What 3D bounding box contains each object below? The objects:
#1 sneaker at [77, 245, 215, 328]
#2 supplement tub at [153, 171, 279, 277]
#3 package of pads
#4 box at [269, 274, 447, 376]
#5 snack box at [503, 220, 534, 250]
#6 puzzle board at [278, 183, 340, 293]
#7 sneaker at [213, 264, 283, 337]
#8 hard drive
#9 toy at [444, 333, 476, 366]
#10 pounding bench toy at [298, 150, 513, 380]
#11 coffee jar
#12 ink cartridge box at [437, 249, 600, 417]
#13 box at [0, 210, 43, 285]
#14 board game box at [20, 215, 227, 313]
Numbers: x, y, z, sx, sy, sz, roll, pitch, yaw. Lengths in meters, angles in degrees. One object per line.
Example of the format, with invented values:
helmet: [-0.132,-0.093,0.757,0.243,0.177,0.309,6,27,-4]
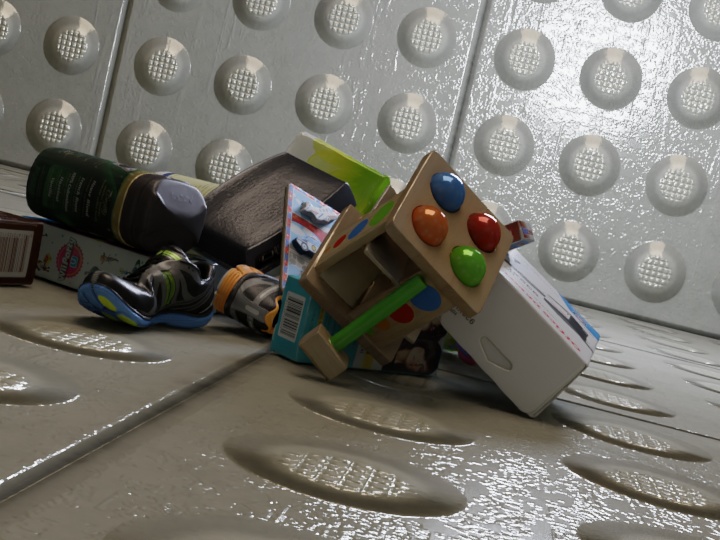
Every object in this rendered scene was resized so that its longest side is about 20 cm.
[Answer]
sneaker: [-0.210,0.013,1.226,0.071,0.083,0.199,15,4,26]
supplement tub: [-0.189,-0.038,1.562,0.199,0.146,0.145,15,4,19]
package of pads: [-0.070,-0.074,1.680,0.154,0.200,0.068,31,-9,19]
box: [0.004,0.061,1.293,0.199,0.083,0.049,9,7,-41]
snack box: [0.090,-0.010,1.347,0.199,0.024,0.072,-20,-7,16]
puzzle board: [-0.011,0.001,1.414,0.200,0.151,0.017,30,-46,-33]
sneaker: [-0.079,0.044,1.388,0.077,0.079,0.200,32,17,31]
hard drive: [-0.111,-0.071,1.461,0.135,0.042,0.200,29,45,27]
toy: [0.128,0.085,1.519,0.115,0.047,0.200,36,-6,-1]
pounding bench toy: [0.039,0.008,1.174,0.124,0.200,0.156,46,-47,-15]
coffee jar: [-0.271,-0.076,1.366,0.199,0.086,0.104,16,3,34]
ink cartridge box: [0.174,0.061,1.315,0.145,0.084,0.200,47,14,6]
box: [-0.447,-0.042,1.300,0.199,0.075,0.100,13,4,23]
board game box: [-0.277,-0.005,1.415,0.199,0.065,0.147,15,3,28]
